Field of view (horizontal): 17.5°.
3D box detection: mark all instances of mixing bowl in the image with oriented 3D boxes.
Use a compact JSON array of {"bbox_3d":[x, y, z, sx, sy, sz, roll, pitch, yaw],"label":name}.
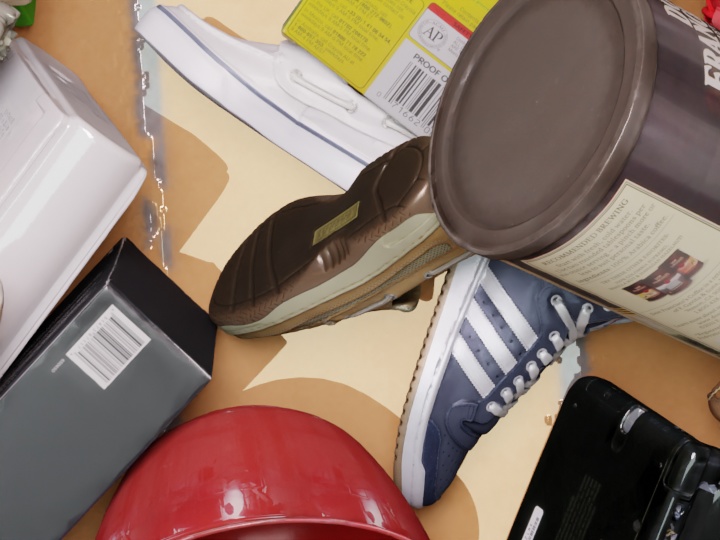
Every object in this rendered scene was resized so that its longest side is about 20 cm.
[{"bbox_3d":[-0.056,0.141,1.212,0.199,0.201,0.109,-16,52,6],"label":"mixing bowl"}]

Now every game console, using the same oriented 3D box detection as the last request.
[{"bbox_3d":[0.161,0.182,1.216,0.116,0.176,0.201,16,100,-32],"label":"game console"}]

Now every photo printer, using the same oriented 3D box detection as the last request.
[{"bbox_3d":[-0.206,-0.012,1.222,0.069,0.166,0.200,34,96,-28],"label":"photo printer"}]

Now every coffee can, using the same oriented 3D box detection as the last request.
[{"bbox_3d":[0.153,-0.044,1.124,0.199,0.146,0.147,23,95,-33],"label":"coffee can"}]

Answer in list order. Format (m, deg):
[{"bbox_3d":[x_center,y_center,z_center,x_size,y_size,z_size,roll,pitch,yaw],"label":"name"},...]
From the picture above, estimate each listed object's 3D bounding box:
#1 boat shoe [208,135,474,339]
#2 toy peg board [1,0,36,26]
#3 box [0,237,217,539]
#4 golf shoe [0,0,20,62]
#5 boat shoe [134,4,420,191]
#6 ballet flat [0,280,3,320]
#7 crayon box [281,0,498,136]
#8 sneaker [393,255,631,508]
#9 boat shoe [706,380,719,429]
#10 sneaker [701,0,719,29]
[{"bbox_3d":[0.000,0.000,1.214,0.076,0.200,0.072,30,57,-27],"label":"boat shoe"},{"bbox_3d":[-0.258,-0.221,1.261,0.199,0.098,0.201,0,72,6],"label":"toy peg board"},{"bbox_3d":[-0.169,0.089,1.225,0.079,0.141,0.200,42,96,-11],"label":"box"},{"bbox_3d":[-0.253,-0.098,1.206,0.097,0.079,0.200,37,141,-20],"label":"golf shoe"},{"bbox_3d":[-0.025,-0.093,1.249,0.199,0.074,0.066,34,91,-6],"label":"boat shoe"},{"bbox_3d":[-0.226,0.074,1.132,0.200,0.069,0.070,-42,87,18],"label":"ballet flat"},{"bbox_3d":[0.063,-0.158,1.166,0.127,0.051,0.200,38,129,-3],"label":"crayon box"},{"bbox_3d":[0.090,0.042,1.235,0.108,0.070,0.201,18,91,7],"label":"sneaker"},{"bbox_3d":[0.246,0.001,1.222,0.200,0.072,0.068,-44,82,-3],"label":"boat shoe"},{"bbox_3d":[0.192,-0.141,1.178,0.200,0.078,0.116,36,104,-32],"label":"sneaker"}]
